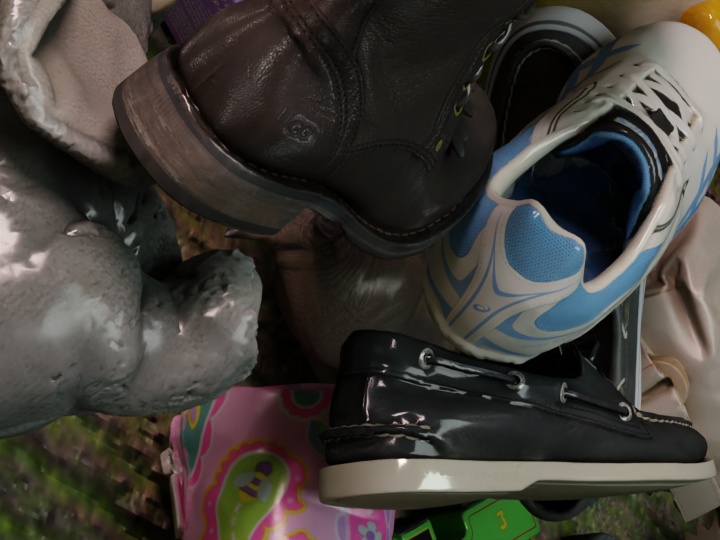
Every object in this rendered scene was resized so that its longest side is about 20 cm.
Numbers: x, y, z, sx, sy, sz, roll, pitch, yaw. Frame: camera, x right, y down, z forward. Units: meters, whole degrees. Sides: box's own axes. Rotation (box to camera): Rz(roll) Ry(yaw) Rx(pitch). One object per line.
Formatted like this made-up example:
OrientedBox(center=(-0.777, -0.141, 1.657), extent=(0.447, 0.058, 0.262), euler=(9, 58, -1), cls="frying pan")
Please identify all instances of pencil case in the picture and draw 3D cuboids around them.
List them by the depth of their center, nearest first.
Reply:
OrientedBox(center=(-0.029, 0.135, 0.895), extent=(0.087, 0.087, 0.200), euler=(27, 58, -54), cls="pencil case")

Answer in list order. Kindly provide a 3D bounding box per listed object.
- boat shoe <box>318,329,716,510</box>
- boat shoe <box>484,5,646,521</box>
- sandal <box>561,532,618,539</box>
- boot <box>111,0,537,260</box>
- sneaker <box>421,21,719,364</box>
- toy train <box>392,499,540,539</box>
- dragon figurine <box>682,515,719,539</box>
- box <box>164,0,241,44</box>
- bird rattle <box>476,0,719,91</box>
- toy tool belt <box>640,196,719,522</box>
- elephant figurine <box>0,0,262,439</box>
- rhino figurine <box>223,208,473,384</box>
OrientedBox(center=(0.058, 0.049, 0.909), extent=(0.199, 0.074, 0.066), euler=(3, 79, -44), cls="boat shoe")
OrientedBox(center=(0.079, 0.001, 0.987), extent=(0.057, 0.069, 0.200), euler=(-48, 136, -67), cls="boat shoe")
OrientedBox(center=(0.135, 0.200, 1.216), extent=(0.200, 0.043, 0.076), euler=(58, 38, -27), cls="sandal")
OrientedBox(center=(0.039, -0.080, 0.729), extent=(0.069, 0.174, 0.200), euler=(57, 24, 13), cls="boot")
OrientedBox(center=(0.090, -0.036, 0.894), extent=(0.072, 0.072, 0.200), euler=(48, 41, -4), cls="sneaker")
OrientedBox(center=(0.011, 0.131, 1.017), extent=(0.200, 0.042, 0.056), euler=(-22, 96, -52), cls="toy train")
OrientedBox(center=(0.204, 0.175, 1.240), extent=(0.099, 0.059, 0.200), euler=(37, 36, -49), cls="dragon figurine")
OrientedBox(center=(-0.049, -0.178, 0.911), extent=(0.137, 0.039, 0.200), euler=(-59, 136, -36), cls="box")
OrientedBox(center=(0.114, -0.125, 1.058), extent=(0.200, 0.163, 0.113), euler=(-36, 127, -44), cls="bird rattle")
OrientedBox(center=(0.105, 0.022, 1.092), extent=(0.200, 0.123, 0.125), euler=(52, 39, -37), cls="toy tool belt")
OrientedBox(center=(-0.107, -0.053, 0.769), extent=(0.155, 0.141, 0.200), euler=(-171, -106, -85), cls="elephant figurine")
OrientedBox(center=(0.000, 0.000, 0.957), extent=(0.200, 0.060, 0.087), euler=(61, 43, -52), cls="rhino figurine")
